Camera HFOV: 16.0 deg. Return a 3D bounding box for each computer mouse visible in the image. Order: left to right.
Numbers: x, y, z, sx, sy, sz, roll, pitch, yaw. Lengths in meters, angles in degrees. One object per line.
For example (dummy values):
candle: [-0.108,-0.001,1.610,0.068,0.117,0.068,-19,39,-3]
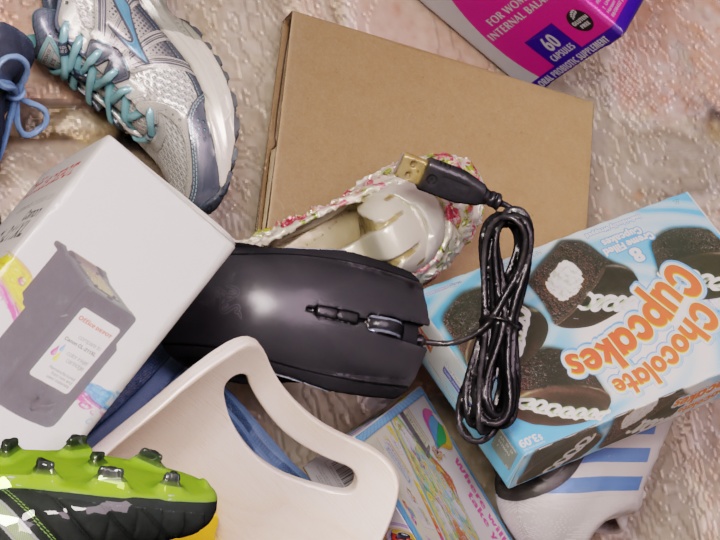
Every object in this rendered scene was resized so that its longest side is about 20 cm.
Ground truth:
computer mouse: [0.000,0.000,1.315,0.199,0.046,0.141,14,78,-8]

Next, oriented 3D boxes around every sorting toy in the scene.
sorting toy: [-0.074,0.132,1.237,0.180,0.107,0.200,-49,115,-5]

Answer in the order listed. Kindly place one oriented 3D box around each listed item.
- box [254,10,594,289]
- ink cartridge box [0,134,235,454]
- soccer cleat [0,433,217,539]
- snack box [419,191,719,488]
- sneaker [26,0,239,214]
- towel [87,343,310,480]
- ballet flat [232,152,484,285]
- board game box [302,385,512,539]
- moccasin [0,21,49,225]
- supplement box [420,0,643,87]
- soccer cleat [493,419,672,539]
box: [0.040,-0.049,1.465,0.199,0.021,0.164,15,64,-19]
ink cartridge box: [-0.166,0.042,1.214,0.083,0.146,0.200,41,73,-11]
soccer cleat: [-0.160,0.118,1.104,0.199,0.068,0.082,-2,104,-20]
snack box: [0.134,0.035,1.422,0.199,0.037,0.116,-20,61,-29]
sneaker: [-0.135,-0.113,1.371,0.086,0.078,0.201,-16,71,-31]
towel: [-0.067,0.139,1.327,0.200,0.048,0.112,49,56,-6]
ballet flat: [-0.009,-0.004,1.373,0.199,0.064,0.076,-28,97,-17]
board game box: [0.053,0.167,1.353,0.201,0.034,0.134,59,18,1]
moccasin: [-0.200,-0.112,1.314,0.068,0.081,0.201,-10,77,-6]
supplement box: [0.075,-0.215,1.512,0.200,0.101,0.104,39,58,-12]
soccer cleat: [0.142,0.096,1.466,0.200,0.070,0.087,-45,122,-39]
